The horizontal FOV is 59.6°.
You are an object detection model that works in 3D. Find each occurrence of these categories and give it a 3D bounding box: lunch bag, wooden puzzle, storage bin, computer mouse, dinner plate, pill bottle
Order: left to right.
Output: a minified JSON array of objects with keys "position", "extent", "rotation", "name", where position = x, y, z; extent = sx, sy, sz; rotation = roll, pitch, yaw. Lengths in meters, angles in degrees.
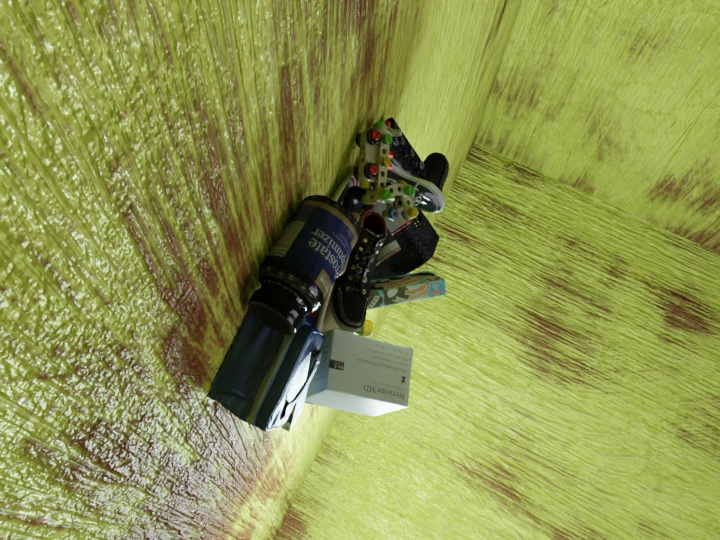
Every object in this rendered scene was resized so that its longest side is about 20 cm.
[{"position":[-0.140,0.156,1.043],"extent":[0.203,0.130,0.136],"rotation":[-64,171,-3],"name":"lunch bag"},{"position":[-0.089,-0.008,0.973],"extent":[0.202,0.110,0.112],"rotation":[-61,171,-26],"name":"pill bottle"},{"position":[-0.064,0.011,1.164],"extent":[0.187,0.045,0.202],"rotation":[-76,-172,-50],"name":"wooden puzzle"},{"position":[-0.046,-0.110,1.238],"extent":[0.203,0.024,0.201],"rotation":[-62,170,-19],"name":"dinner plate"},{"position":[0.002,-0.138,1.264],"extent":[0.200,0.033,0.060],"rotation":[-29,142,-77],"name":"computer mouse"},{"position":[0.076,-0.045,1.469],"extent":[0.198,0.094,0.136],"rotation":[-30,-165,28],"name":"storage bin"}]

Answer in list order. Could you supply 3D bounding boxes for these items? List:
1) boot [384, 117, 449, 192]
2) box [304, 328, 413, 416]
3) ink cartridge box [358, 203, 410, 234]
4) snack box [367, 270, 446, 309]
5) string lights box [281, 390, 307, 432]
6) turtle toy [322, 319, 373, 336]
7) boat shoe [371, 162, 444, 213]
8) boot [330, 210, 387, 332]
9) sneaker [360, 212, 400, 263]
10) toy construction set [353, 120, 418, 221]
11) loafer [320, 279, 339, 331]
[{"position":[0.108,-0.251,1.357],"extent":[0.065,0.199,0.167],"rotation":[-23,-139,36],"name":"boot"},{"position":[-0.015,0.232,1.386],"extent":[0.200,0.195,0.134],"rotation":[144,-43,-60],"name":"box"},{"position":[0.069,-0.152,1.436],"extent":[0.144,0.085,0.201],"rotation":[-32,-165,39],"name":"ink cartridge box"},{"position":[0.073,0.042,1.346],"extent":[0.116,0.195,0.038],"rotation":[-144,-134,-74],"name":"snack box"},{"position":[-0.154,0.216,1.220],"extent":[0.059,0.101,0.202],"rotation":[-55,166,-46],"name":"string lights box"},{"position":[-0.060,0.119,1.468],"extent":[0.200,0.143,0.103],"rotation":[132,-41,-58],"name":"turtle toy"},{"position":[0.091,-0.158,1.283],"extent":[0.073,0.197,0.069],"rotation":[-32,-142,40],"name":"boat shoe"},{"position":[-0.001,-0.001,1.206],"extent":[0.206,0.072,0.155],"rotation":[-87,-164,-48],"name":"boot"},{"position":[0.001,-0.055,1.360],"extent":[0.070,0.110,0.199],"rotation":[-28,178,-38],"name":"sneaker"},{"position":[0.047,-0.198,1.178],"extent":[0.091,0.129,0.205],"rotation":[-25,-116,49],"name":"toy construction set"},{"position":[-0.055,0.047,1.331],"extent":[0.076,0.067,0.203],"rotation":[104,-6,-52],"name":"loafer"}]
